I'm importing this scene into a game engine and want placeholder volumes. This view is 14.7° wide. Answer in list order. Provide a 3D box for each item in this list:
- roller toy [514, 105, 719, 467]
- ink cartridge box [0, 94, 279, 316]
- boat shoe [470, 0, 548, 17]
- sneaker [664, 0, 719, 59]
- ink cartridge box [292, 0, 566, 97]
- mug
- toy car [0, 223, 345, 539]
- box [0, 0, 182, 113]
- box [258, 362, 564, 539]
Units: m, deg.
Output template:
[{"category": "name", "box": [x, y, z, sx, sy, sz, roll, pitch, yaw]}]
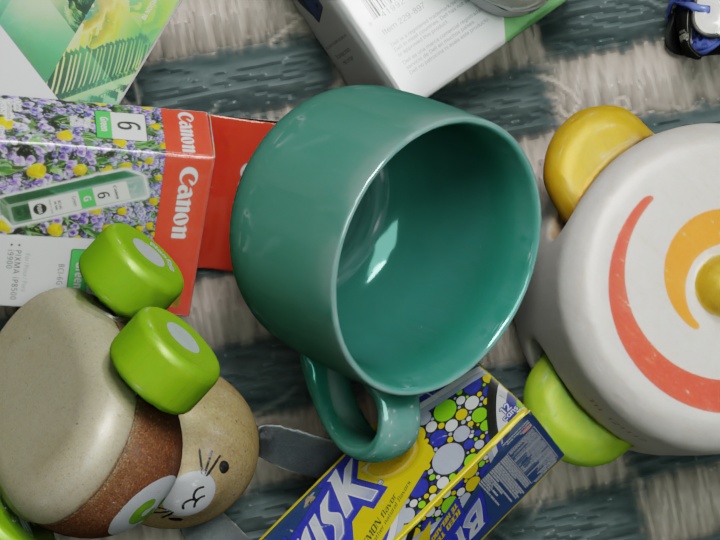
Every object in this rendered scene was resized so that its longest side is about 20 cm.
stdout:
[{"category": "roller toy", "box": [0.187, 0.010, 1.568, 0.182, 0.140, 0.200, 1, 86, -12]}, {"category": "ink cartridge box", "box": [-0.122, -0.032, 1.525, 0.200, 0.050, 0.109, 4, 124, -11]}, {"category": "boat shoe", "box": [0.026, -0.205, 1.496, 0.200, 0.070, 0.071, 35, 79, -8]}, {"category": "sneaker", "box": [0.209, -0.187, 1.616, 0.115, 0.081, 0.199, -45, 97, -13]}, {"category": "ink cartridge box", "box": [0.018, -0.207, 1.575, 0.145, 0.088, 0.200, -36, 95, -12]}, {"category": "mug", "box": [-0.003, -0.009, 1.493, 0.152, 0.114, 0.185, 38, 80, -45]}, {"category": "toy car", "box": [-0.103, 0.103, 1.507, 0.200, 0.158, 0.164, 33, 108, -34]}, {"category": "box", "box": [-0.210, -0.150, 1.511, 0.200, 0.036, 0.144, 29, 118, -9]}, {"category": "box", "box": [0.014, 0.141, 1.537, 0.200, 0.064, 0.070, -45, 52, -4]}]
